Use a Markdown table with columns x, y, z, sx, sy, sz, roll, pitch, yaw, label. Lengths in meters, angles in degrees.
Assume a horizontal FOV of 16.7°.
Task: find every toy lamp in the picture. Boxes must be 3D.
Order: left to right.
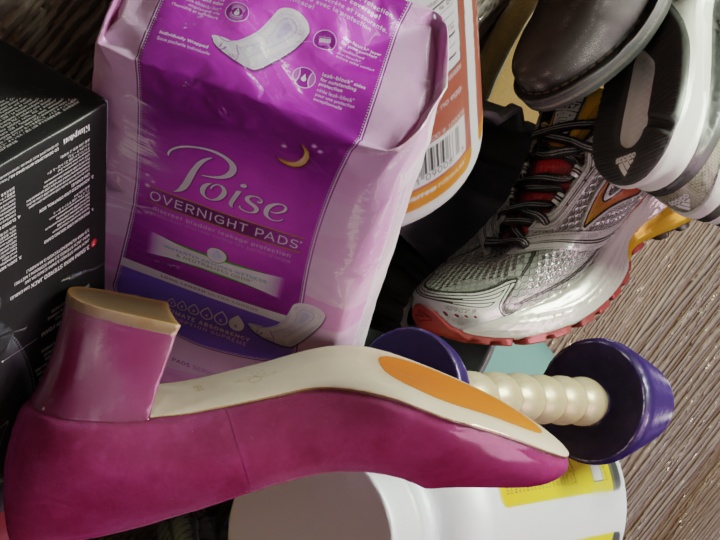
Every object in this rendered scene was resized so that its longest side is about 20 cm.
| x | y | z | sx | sy | sz | roll | pitch | yaw | label |
| --- | --- | --- | --- | --- | --- | --- | --- | --- | --- |
| 0.071 | 0.053 | 1.028 | 0.200 | 0.058 | 0.058 | 10 | 108 | -56 | toy lamp |

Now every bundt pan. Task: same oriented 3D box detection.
| x | y | z | sx | sy | sz | roll | pitch | yaw | label |
| --- | --- | --- | --- | --- | --- | --- | --- | --- | --- |
| 0.000 | 0.000 | 1.128 | 0.202 | 0.076 | 0.202 | -41 | 149 | -33 | bundt pan |

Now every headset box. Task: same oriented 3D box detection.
| x | y | z | sx | sy | sz | roll | pitch | yaw | label |
| --- | --- | --- | --- | --- | --- | --- | --- | --- | --- |
| -0.166 | 0.035 | 0.879 | 0.149 | 0.077 | 0.200 | -36 | 146 | -38 | headset box |

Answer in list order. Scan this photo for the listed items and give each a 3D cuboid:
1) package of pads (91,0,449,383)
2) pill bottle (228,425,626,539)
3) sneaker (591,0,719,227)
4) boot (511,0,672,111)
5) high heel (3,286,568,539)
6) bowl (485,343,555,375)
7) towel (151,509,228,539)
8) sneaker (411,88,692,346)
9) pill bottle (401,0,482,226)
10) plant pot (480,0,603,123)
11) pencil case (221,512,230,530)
| x | y | z | sx | sy | sz | roll | pitch | yaw | label |
| --- | --- | --- | --- | --- | --- | --- | --- | --- | --- |
| -0.044 | -0.027 | 0.927 | 0.200 | 0.120 | 0.076 | 107 | 2 | -53 | package of pads |
| 0.029 | 0.109 | 1.082 | 0.200 | 0.112 | 0.112 | 1 | 116 | -60 | pill bottle |
| 0.174 | -0.105 | 1.090 | 0.115 | 0.076 | 0.201 | 27 | 66 | -27 | sneaker |
| 0.068 | -0.186 | 1.024 | 0.174 | 0.069 | 0.200 | 28 | 88 | -32 | boot |
| -0.027 | 0.075 | 0.895 | 0.200 | 0.067 | 0.096 | 14 | 101 | -18 | high heel |
| 0.060 | 0.117 | 1.319 | 0.201 | 0.105 | 0.201 | -39 | 146 | -33 | bowl |
| -0.083 | 0.208 | 1.077 | 0.166 | 0.086 | 0.200 | -57 | -169 | 3 | towel |
| 0.092 | -0.038 | 1.105 | 0.200 | 0.078 | 0.082 | -41 | 124 | -28 | sneaker |
| -0.010 | -0.116 | 0.957 | 0.112 | 0.112 | 0.200 | -44 | 149 | -28 | pill bottle |
| 0.106 | -0.097 | 1.268 | 0.200 | 0.027 | 0.200 | -41 | 147 | -34 | plant pot |
| -0.057 | 0.179 | 1.212 | 0.200 | 0.078 | 0.087 | -60 | 180 | -2 | pencil case |
